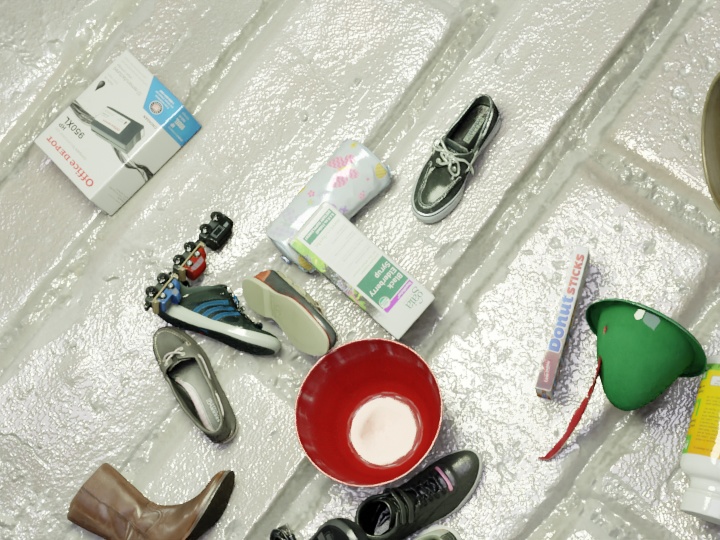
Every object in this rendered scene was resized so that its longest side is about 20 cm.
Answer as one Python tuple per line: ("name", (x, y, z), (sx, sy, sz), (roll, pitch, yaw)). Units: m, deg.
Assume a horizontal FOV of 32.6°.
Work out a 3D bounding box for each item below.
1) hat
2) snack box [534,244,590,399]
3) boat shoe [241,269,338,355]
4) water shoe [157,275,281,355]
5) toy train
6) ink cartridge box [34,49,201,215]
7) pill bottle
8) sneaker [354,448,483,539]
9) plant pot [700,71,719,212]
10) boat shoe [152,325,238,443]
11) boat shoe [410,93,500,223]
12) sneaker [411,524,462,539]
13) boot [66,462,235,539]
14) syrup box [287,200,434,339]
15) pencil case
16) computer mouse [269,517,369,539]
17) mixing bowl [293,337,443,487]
("hat", (0.325, 0.159, 1.554), (0.165, 0.200, 0.176), (22, 68, 26))
("snack box", (0.272, 0.070, 1.648), (0.024, 0.072, 0.200), (15, 78, 14))
("boat shoe", (-0.088, 0.053, 1.700), (0.062, 0.071, 0.200), (-17, 32, -33))
("water shoe", (-0.197, 0.057, 1.754), (0.200, 0.072, 0.079), (19, 72, 14))
("toy train", (-0.243, -0.009, 1.764), (0.046, 0.034, 0.200), (28, 56, 11))
("ink cartridge box", (-0.365, -0.206, 1.855), (0.200, 0.084, 0.145), (-45, 71, -2))
("pill bottle", (0.466, 0.216, 1.546), (0.111, 0.111, 0.200), (15, 78, 16))
("sneaker", (0.076, 0.299, 1.613), (0.200, 0.099, 0.071), (-36, 70, 0))
("plant pot", (0.563, -0.168, 1.606), (0.173, 0.200, 0.201), (-3, 73, -6))
("boat shoe", (-0.238, 0.155, 1.742), (0.067, 0.057, 0.200), (-35, 71, 1))
("boat shoe", (0.133, -0.160, 1.743), (0.074, 0.068, 0.199), (36, 85, 19))
("sneaker", (0.043, 0.400, 1.603), (0.200, 0.079, 0.074), (-39, 73, 1))
("boot", (-0.296, 0.312, 1.714), (0.200, 0.064, 0.187), (30, 81, 23))
("syrup box", (0.000, 0.000, 1.683), (0.200, 0.081, 0.079), (41, 87, -5))
("pencil case", (-0.045, -0.093, 1.756), (0.091, 0.083, 0.200), (39, 86, 13))
("computer mouse", (-0.038, 0.374, 1.600), (0.053, 0.200, 0.139), (-10, 70, -37))
("mixing bowl", (0.022, 0.200, 1.641), (0.200, 0.108, 0.201), (-6, 67, 14))
